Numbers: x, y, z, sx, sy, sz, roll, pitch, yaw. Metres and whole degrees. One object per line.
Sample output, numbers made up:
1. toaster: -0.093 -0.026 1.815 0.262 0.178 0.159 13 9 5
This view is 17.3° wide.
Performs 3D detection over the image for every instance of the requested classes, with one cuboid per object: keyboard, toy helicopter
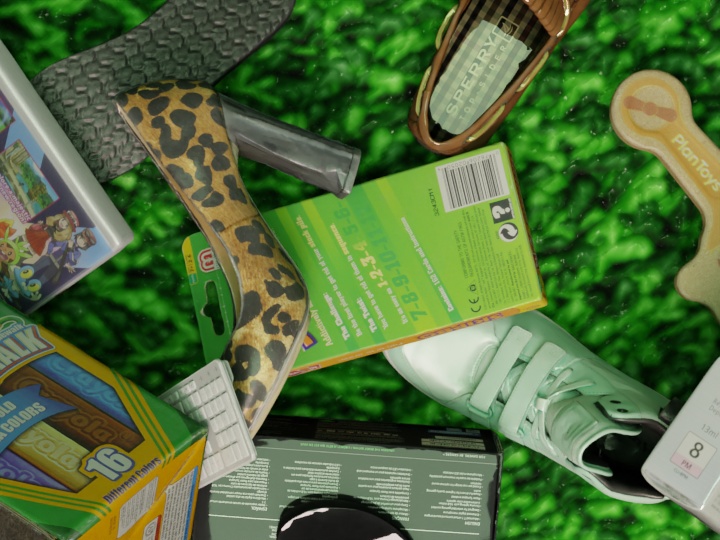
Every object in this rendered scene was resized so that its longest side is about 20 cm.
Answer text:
1. keyboard: -0.103 0.097 1.310 0.011 0.200 0.056 -11 80 -26
2. toy helicopter: 0.223 -0.040 1.350 0.132 0.079 0.200 -41 90 1

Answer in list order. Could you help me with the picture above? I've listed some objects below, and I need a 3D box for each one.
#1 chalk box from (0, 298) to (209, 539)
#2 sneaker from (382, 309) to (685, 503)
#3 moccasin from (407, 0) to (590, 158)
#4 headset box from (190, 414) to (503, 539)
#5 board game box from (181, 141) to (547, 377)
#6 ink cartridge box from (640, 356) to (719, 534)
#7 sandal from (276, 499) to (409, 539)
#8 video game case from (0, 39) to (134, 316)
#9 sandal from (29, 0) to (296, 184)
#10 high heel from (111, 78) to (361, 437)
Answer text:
1. chalk box: -0.202 0.110 1.283 0.200 0.124 0.125 31 132 22
2. sneaker: 0.104 0.068 1.336 0.200 0.118 0.074 24 95 1
3. moccasin: 0.088 -0.157 1.342 0.074 0.078 0.201 36 93 1
4. headset box: -0.012 0.190 1.358 0.174 0.093 0.200 3 94 0
5. board game box: 0.000 0.000 1.353 0.200 0.030 0.096 -15 76 11
6. ink cartridge box: 0.247 0.058 1.287 0.057 0.163 0.200 31 87 30
7. sandal: 0.020 0.213 1.292 0.076 0.043 0.200 -28 94 2
8. video game case: -0.249 -0.054 1.347 0.182 0.023 0.200 -33 92 28
9. sandal: -0.121 -0.112 1.370 0.200 0.048 0.075 -36 91 -10
10. high heel: -0.094 -0.004 1.307 0.142 0.071 0.200 20 71 -8
